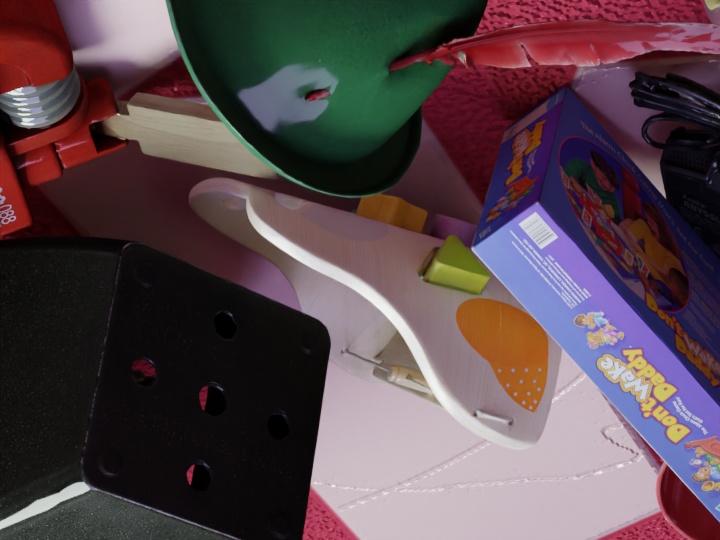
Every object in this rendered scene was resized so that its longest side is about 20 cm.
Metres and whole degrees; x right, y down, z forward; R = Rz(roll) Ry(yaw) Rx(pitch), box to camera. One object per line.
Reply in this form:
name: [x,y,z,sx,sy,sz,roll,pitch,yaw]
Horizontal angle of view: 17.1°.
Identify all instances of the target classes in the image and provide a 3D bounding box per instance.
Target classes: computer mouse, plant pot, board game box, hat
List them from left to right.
plant pot: [-0.127,0.088,1.278,0.199,0.200,0.177,24,150,-29]
hat: [0.040,-0.138,1.068,0.176,0.166,0.200,-25,168,35]
board game box: [0.147,0.016,1.244,0.045,0.135,0.200,-35,107,27]
computer mouse: [0.213,-0.034,1.285,0.138,0.053,0.200,31,157,23]

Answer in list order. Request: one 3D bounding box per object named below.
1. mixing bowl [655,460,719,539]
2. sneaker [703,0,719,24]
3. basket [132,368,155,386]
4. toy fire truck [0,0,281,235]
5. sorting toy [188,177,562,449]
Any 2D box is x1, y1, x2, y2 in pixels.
mixing bowl: [0.269,0.079,1.416,0.199,0.109,0.201,-1,144,-1]
sneaker: [0.244,-0.091,1.214,0.199,0.075,0.090,19,134,-23]
basket: [-0.233,0.144,1.400,0.198,0.201,0.161,24,149,-30]
toy fire truck: [-0.155,-0.087,1.199,0.199,0.129,0.176,-20,149,-7]
sorting toy: [0.000,0.000,1.280,0.179,0.107,0.200,25,178,-23]
